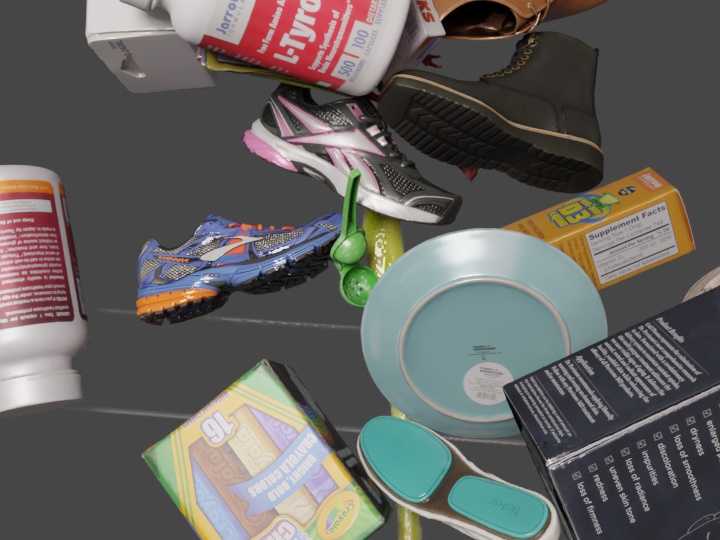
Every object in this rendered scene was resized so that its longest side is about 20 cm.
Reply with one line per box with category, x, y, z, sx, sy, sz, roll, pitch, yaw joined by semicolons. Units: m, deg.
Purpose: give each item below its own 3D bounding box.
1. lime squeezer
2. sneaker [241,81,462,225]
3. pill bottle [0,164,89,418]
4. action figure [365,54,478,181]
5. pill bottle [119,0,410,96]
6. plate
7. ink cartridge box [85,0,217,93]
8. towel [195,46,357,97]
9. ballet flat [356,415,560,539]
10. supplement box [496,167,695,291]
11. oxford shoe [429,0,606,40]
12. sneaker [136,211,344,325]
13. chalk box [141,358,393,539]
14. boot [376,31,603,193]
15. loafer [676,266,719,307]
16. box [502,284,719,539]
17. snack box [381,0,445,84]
lime squeezer;0.000;0.000;0.838;0.038;0.071;0.200;-22;119;-10
sneaker;-0.001;-0.105;0.851;0.200;0.080;0.086;26;98;6
pill bottle;-0.295;0.020;0.849;0.113;0.113;0.200;-13;81;3
action figure;0.036;-0.163;0.877;0.200;0.052;0.065;38;74;11
pill bottle;-0.072;-0.211;0.747;0.200;0.112;0.112;14;83;-18
plate;0.099;0.061;0.801;0.200;0.026;0.200;2;117;4
ink cartridge box;-0.174;-0.270;0.861;0.083;0.145;0.200;-1;82;4
towel;-0.062;-0.238;0.853;0.143;0.023;0.200;8;61;-15
ballet flat;0.076;0.183;0.807;0.200;0.069;0.070;21;84;41
supplement box;0.168;-0.015;0.829;0.200;0.067;0.069;-21;114;0
oxford shoe;0.139;-0.226;0.848;0.200;0.071;0.071;-14;47;-14
sneaker;-0.106;-0.018;0.860;0.200;0.075;0.079;-17;78;1
chalk box;-0.056;0.189;0.801;0.124;0.125;0.200;-37;80;-1
boot;0.113;-0.156;0.832;0.200;0.077;0.139;19;63;-23
loafer;0.279;0.057;0.822;0.200;0.063;0.072;-38;80;-1
box;0.241;0.149;0.745;0.196;0.124;0.200;-24;112;2
snack box;0.010;-0.260;0.835;0.024;0.072;0.200;-10;71;-33
